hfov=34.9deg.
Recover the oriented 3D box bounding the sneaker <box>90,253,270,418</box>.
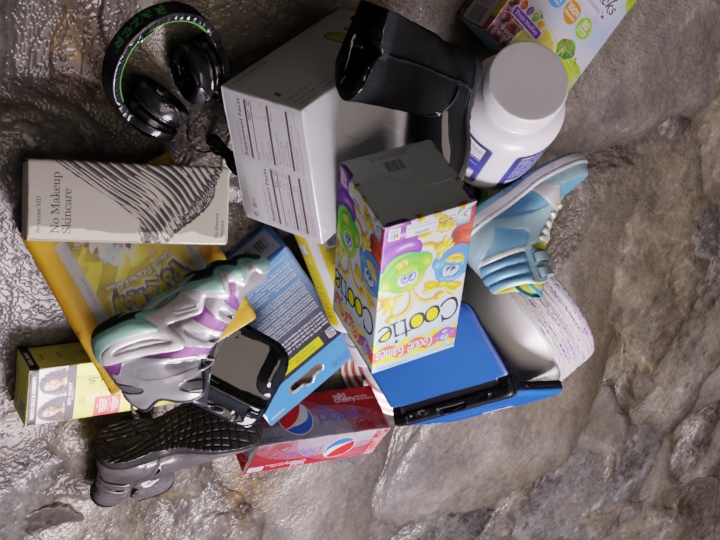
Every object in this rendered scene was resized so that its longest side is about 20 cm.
[{"bbox_3d":[-0.161,0.079,1.172,0.198,0.078,0.142,-28,104,-7],"label":"sneaker"}]

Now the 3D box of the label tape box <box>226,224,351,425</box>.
[{"bbox_3d":[-0.110,0.067,1.350,0.144,0.063,0.201,-38,132,-7],"label":"label tape box"}]

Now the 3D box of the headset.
[{"bbox_3d":[-0.174,-0.172,1.137,0.123,0.094,0.201,-41,149,-7],"label":"headset"}]

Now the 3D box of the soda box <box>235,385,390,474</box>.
[{"bbox_3d":[-0.065,0.200,1.452,0.197,0.071,0.064,-2,140,-34],"label":"soda box"}]

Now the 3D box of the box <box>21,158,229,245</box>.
[{"bbox_3d":[-0.232,-0.067,1.134,0.197,0.068,0.084,-1,94,-21],"label":"box"}]

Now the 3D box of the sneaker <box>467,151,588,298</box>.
[{"bbox_3d":[0.212,-0.044,1.364,0.198,0.132,0.080,-33,172,-7],"label":"sneaker"}]

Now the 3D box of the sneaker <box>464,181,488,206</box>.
[{"bbox_3d":[0.064,-0.057,1.407,0.199,0.077,0.084,-41,111,-8],"label":"sneaker"}]

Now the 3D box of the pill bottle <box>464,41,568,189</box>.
[{"bbox_3d":[0.166,-0.176,1.296,0.119,0.120,0.200,-34,173,-13],"label":"pill bottle"}]

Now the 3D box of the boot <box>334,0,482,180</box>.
[{"bbox_3d":[0.046,-0.163,1.142,0.199,0.065,0.168,6,93,-60],"label":"boot"}]

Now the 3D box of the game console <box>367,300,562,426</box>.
[{"bbox_3d":[0.122,0.118,1.429,0.169,0.198,0.120,3,72,-45],"label":"game console"}]

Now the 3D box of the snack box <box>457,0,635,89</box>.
[{"bbox_3d":[0.234,-0.327,1.355,0.168,0.068,0.201,34,93,-43],"label":"snack box"}]

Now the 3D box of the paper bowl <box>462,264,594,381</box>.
[{"bbox_3d":[0.199,0.061,1.475,0.104,0.201,0.202,-38,132,-8],"label":"paper bowl"}]

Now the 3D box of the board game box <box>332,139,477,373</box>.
[{"bbox_3d":[0.040,-0.012,1.157,0.103,0.103,0.202,-16,138,-20],"label":"board game box"}]

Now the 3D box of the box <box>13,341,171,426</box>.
[{"bbox_3d":[-0.280,0.117,1.269,0.197,0.050,0.076,-5,119,-34],"label":"box"}]

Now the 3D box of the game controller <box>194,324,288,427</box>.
[{"bbox_3d":[-0.176,0.091,1.250,0.198,0.042,0.106,30,82,-18],"label":"game controller"}]

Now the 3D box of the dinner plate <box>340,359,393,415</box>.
[{"bbox_3d":[0.073,0.120,1.492,0.196,0.024,0.202,0,131,0],"label":"dinner plate"}]

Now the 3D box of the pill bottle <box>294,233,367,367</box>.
[{"bbox_3d":[0.000,0.000,1.311,0.113,0.114,0.203,-27,107,-19],"label":"pill bottle"}]

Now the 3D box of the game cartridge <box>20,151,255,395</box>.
[{"bbox_3d":[-0.227,0.006,1.191,0.175,0.032,0.202,-31,101,-16],"label":"game cartridge"}]

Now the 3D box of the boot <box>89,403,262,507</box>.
[{"bbox_3d":[-0.218,0.216,1.341,0.196,0.071,0.132,-4,146,-16],"label":"boot"}]

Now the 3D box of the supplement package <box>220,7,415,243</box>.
[{"bbox_3d":[-0.031,-0.156,1.196,0.200,0.110,0.158,-42,138,-38],"label":"supplement package"}]
